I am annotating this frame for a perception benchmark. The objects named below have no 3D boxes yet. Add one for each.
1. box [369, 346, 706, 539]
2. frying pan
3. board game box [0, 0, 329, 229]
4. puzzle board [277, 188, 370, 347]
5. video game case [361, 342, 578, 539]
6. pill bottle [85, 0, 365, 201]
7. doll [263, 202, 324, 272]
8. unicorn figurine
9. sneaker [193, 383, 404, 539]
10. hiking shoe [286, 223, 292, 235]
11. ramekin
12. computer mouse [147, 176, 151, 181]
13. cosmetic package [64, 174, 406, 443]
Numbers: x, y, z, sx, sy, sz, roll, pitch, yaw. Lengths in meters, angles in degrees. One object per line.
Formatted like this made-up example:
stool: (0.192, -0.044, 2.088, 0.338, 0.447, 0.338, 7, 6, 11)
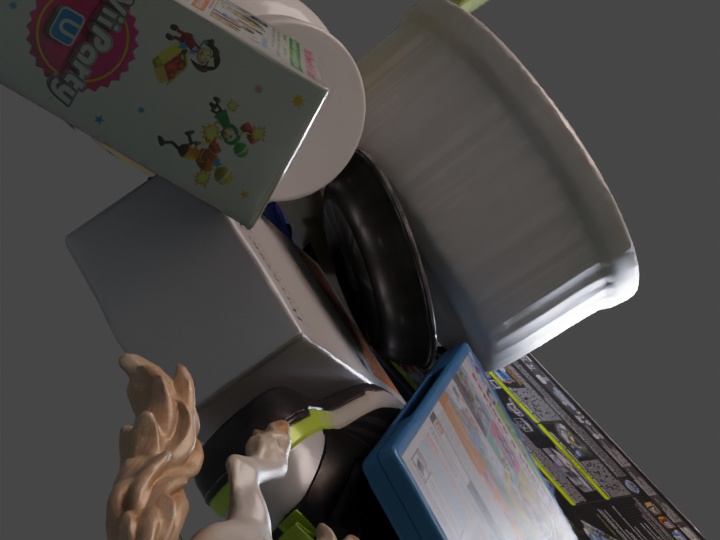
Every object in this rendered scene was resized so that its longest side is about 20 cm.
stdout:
box: (0.099, 0.123, 0.914, 0.160, 0.044, 0.200, 2, 39, -52)
frying pan: (-0.003, -0.015, 0.836, 0.190, 0.031, 0.115, -136, -150, -64)
board game box: (-0.113, -0.104, 0.647, 0.199, 0.064, 0.148, 29, 10, -8)
puzzle board: (-0.022, -0.013, 1.063, 0.151, 0.017, 0.200, 94, -25, -57)
video game case: (0.060, 0.115, 0.701, 0.144, 0.018, 0.200, 60, 15, -2)
pill bottle: (-0.076, -0.095, 0.837, 0.113, 0.112, 0.200, 53, -12, -26)
doll: (-0.038, 0.014, 0.994, 0.136, 0.048, 0.201, -113, -176, -75)
unicorn figurine: (-0.017, 0.125, 0.513, 0.200, 0.074, 0.138, 38, 21, -25)
sneaker: (-0.008, 0.102, 0.703, 0.083, 0.072, 0.200, 47, 12, 16)
hiking shoe: (-0.083, -0.068, 1.045, 0.200, 0.087, 0.074, 53, 5, -31)
ramekin: (0.053, -0.041, 0.898, 0.201, 0.098, 0.201, 54, -7, 10)
computer mouse: (-0.074, 0.006, 0.943, 0.200, 0.034, 0.059, 58, 6, 32)
cosmetic package: (-0.051, 0.030, 0.769, 0.102, 0.071, 0.200, 57, 5, 19)
